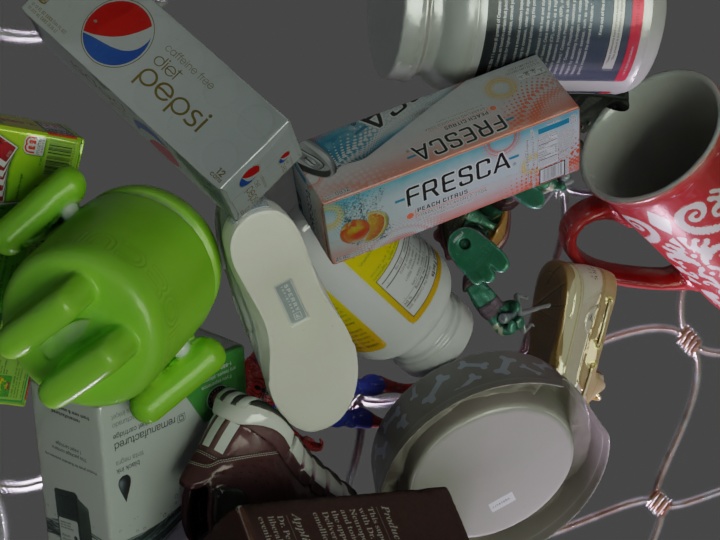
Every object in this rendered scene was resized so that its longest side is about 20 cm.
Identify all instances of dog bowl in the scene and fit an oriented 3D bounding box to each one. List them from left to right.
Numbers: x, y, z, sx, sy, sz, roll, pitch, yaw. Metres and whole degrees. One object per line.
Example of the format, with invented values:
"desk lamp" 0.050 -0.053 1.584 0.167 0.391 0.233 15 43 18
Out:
"dog bowl" 0.099 0.150 1.364 0.199 0.059 0.201 -11 130 -14

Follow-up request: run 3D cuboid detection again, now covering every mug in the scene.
"mug" 0.279 -0.055 1.454 0.200 0.177 0.134 41 49 -37

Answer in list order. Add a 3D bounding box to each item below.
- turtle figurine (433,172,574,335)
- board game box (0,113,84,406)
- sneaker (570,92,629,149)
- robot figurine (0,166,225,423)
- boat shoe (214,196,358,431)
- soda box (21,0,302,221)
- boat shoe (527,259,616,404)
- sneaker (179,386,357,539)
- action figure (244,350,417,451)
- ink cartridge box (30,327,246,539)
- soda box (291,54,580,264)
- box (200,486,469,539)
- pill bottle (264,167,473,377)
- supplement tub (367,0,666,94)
"turtle figurine" 0.108 -0.027 1.325 0.100 0.200 0.150 12 85 7
"board game box" -0.269 -0.010 1.192 0.101 0.048 0.201 8 103 -30
"sneaker" 0.143 -0.124 1.362 0.199 0.077 0.084 -25 113 -18
"robot figurine" -0.164 0.014 1.141 0.116 0.200 0.176 -36 100 28
"boat shoe" -0.059 0.027 1.217 0.072 0.069 0.200 -29 125 -5
"soda box" -0.134 -0.128 1.142 0.068 0.200 0.064 -45 163 -9
"boat shoe" 0.178 0.089 1.450 0.069 0.074 0.201 2 112 -23
"sneaker" -0.073 0.184 1.263 0.116 0.076 0.200 -56 130 -20
"action figure" -0.022 0.108 1.343 0.199 0.099 0.066 13 100 -29
"ink cartridge box" -0.158 0.159 1.267 0.146 0.083 0.201 -23 119 -43
"soda box" 0.054 -0.080 1.192 0.199 0.068 0.064 -21 138 -12
"box" -0.024 0.268 1.199 0.199 0.166 0.164 3 143 -40
"pill bottle" 0.000 0.000 1.309 0.104 0.104 0.200 -50 123 -5
"supplement tub" 0.115 -0.203 1.263 0.199 0.140 0.141 0 108 -13
